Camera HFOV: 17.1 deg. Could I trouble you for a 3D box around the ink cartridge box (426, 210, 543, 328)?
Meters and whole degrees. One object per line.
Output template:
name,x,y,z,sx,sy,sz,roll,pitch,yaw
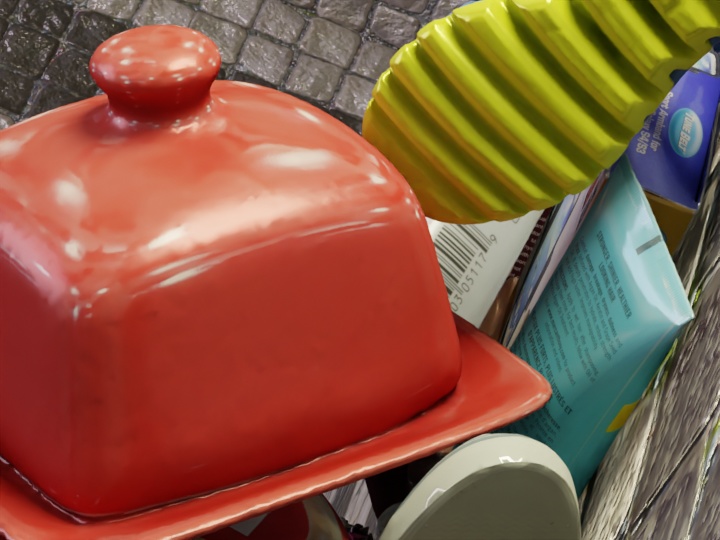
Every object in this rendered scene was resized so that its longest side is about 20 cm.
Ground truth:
ink cartridge box,0.000,0.000,1.027,0.200,0.057,0.163,-20,33,51

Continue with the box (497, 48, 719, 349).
box,0.094,-0.012,0.925,0.119,0.041,0.200,-69,-1,-48

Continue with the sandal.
sandal,0.088,-0.085,0.831,0.200,0.080,0.087,-33,4,21

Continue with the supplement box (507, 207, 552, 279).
supplement box,0.077,-0.019,1.209,0.109,0.061,0.200,-72,3,-56

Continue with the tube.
tube,0.064,0.057,0.859,0.200,0.050,0.078,-64,35,39

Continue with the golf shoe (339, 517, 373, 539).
golf shoe,-0.002,0.173,1.136,0.200,0.072,0.092,90,-158,-73

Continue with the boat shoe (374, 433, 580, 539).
boat shoe,0.020,0.118,0.838,0.072,0.070,0.201,-101,23,-47

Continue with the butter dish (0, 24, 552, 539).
butter dish,-0.064,-0.011,0.820,0.199,0.199,0.148,31,132,53

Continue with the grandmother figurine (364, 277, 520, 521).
grandmother figurine,0.034,0.087,1.026,0.060,0.121,0.201,-10,57,38

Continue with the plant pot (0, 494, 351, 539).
plant pot,-0.112,0.146,0.929,0.183,0.200,0.200,-59,4,19
